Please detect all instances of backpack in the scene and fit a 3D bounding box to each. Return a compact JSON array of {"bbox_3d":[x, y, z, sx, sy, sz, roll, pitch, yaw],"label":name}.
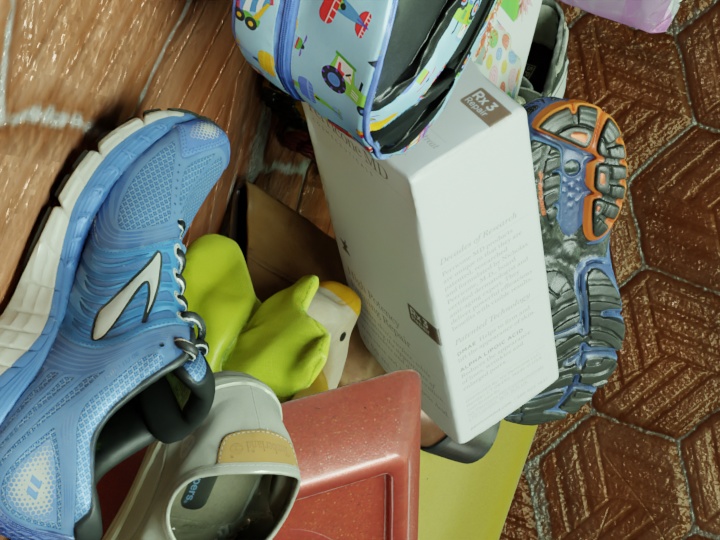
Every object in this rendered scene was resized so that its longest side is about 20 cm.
[{"bbox_3d":[0.003,-0.156,0.753,0.183,0.134,0.201,43,66,-82],"label":"backpack"}]

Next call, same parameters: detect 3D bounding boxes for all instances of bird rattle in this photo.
[{"bbox_3d":[-0.056,0.082,0.909,0.163,0.112,0.201,-24,131,-56],"label":"bird rattle"}]

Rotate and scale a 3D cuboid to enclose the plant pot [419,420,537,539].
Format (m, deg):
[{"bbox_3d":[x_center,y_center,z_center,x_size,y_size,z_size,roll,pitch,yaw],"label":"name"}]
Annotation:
[{"bbox_3d":[-0.007,0.113,1.200,0.176,0.199,0.201,-19,129,-66],"label":"plant pot"}]

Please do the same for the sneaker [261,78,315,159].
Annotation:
[{"bbox_3d":[-0.002,-0.107,1.054,0.200,0.077,0.083,74,35,-77],"label":"sneaker"}]

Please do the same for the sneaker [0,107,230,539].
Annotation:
[{"bbox_3d":[-0.091,0.025,0.704,0.079,0.089,0.201,99,13,-59],"label":"sneaker"}]

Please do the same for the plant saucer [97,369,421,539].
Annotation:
[{"bbox_3d":[-0.055,0.158,0.856,0.037,0.199,0.201,-127,-150,-49],"label":"plant saucer"}]

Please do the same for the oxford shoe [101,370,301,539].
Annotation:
[{"bbox_3d":[-0.078,0.137,0.768,0.058,0.075,0.201,53,-52,48],"label":"oxford shoe"}]

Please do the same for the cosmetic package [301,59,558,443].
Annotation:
[{"bbox_3d":[0.037,-0.017,0.901,0.074,0.102,0.201,-33,139,-16],"label":"cosmetic package"}]

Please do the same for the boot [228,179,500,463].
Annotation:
[{"bbox_3d":[0.000,0.000,1.061,0.068,0.199,0.190,-18,-128,49],"label":"boot"}]

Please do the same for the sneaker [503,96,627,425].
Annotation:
[{"bbox_3d":[0.108,-0.006,1.015,0.079,0.075,0.201,-118,-148,-65],"label":"sneaker"}]

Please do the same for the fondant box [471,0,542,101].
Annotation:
[{"bbox_3d":[0.038,-0.171,0.957,0.200,0.058,0.145,36,66,-59],"label":"fondant box"}]

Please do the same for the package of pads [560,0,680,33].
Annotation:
[{"bbox_3d":[0.110,-0.230,1.090,0.121,0.199,0.076,92,24,-56],"label":"package of pads"}]

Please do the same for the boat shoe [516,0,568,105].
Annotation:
[{"bbox_3d":[0.075,-0.091,1.078,0.064,0.070,0.201,95,17,-47],"label":"boat shoe"}]
